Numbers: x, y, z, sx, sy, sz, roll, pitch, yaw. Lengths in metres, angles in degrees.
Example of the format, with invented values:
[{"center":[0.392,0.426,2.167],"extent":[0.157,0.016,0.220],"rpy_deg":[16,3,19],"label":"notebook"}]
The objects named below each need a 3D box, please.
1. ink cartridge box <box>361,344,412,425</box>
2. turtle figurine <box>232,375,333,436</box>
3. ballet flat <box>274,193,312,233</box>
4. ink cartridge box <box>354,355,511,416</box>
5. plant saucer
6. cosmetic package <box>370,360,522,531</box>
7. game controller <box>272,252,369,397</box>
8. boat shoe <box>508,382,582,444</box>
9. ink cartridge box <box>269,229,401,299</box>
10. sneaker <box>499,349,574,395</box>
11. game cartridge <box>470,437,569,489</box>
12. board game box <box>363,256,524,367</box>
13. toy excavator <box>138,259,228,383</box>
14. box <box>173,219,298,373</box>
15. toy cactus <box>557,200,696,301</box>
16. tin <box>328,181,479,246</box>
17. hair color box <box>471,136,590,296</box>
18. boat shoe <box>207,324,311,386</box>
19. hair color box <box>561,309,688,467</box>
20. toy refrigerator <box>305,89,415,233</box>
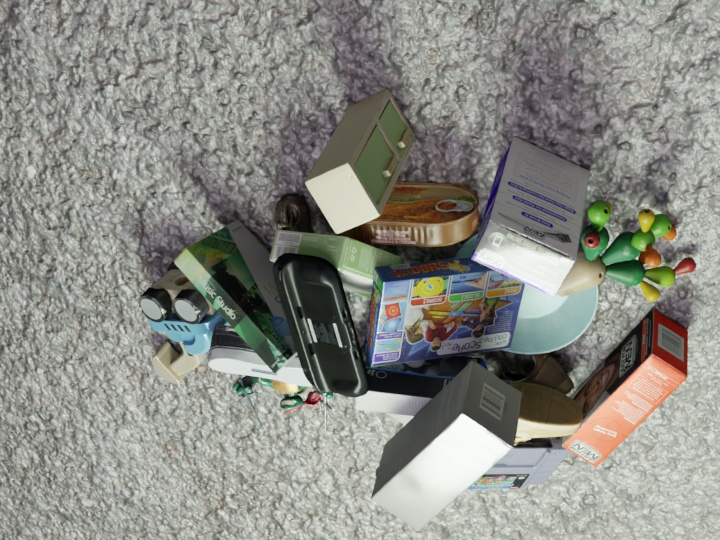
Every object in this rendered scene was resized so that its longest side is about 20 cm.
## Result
[{"center":[0.102,0.153,1.600],"extent":[0.199,0.076,0.148],"rpy_deg":[34,125,-10],"label":"ink cartridge box"},{"center":[-0.113,0.145,1.647],"extent":[0.147,0.101,0.203],"rpy_deg":[-11,103,3],"label":"turtle figurine"},{"center":[-0.076,-0.010,1.565],"extent":[0.066,0.047,0.202],"rpy_deg":[-4,121,20],"label":"ballet flat"},{"center":[0.097,0.151,1.491],"extent":[0.197,0.100,0.040],"rpy_deg":[6,123,9],"label":"ink cartridge box"},{"center":[0.215,0.018,1.497],"extent":[0.198,0.039,0.203],"rpy_deg":[9,125,12],"label":"plant saucer"},{"center":[0.104,0.219,1.409],"extent":[0.090,0.107,0.200],"rpy_deg":[32,127,-9],"label":"cosmetic package"},{"center":[-0.048,0.071,1.426],"extent":[0.103,0.042,0.202],"rpy_deg":[3,121,33],"label":"game controller"},{"center":[0.196,0.197,1.522],"extent":[0.197,0.074,0.070],"rpy_deg":[7,130,9],"label":"boat shoe"},{"center":[0.000,0.000,1.482],"extent":[0.198,0.049,0.144],"rpy_deg":[19,172,-42],"label":"ink cartridge box"},{"center":[0.212,0.180,1.600],"extent":[0.200,0.070,0.076],"rpy_deg":[-40,81,35],"label":"sneaker"},{"center":[0.185,0.272,1.611],"extent":[0.197,0.039,0.130],"rpy_deg":[2,142,-12],"label":"game cartridge"},{"center":[0.108,0.050,1.444],"extent":[0.197,0.035,0.137],"rpy_deg":[-5,127,-18],"label":"board game box"},{"center":[-0.250,0.087,1.651],"extent":[0.192,0.100,0.202],"rpy_deg":[2,127,32],"label":"toy excavator"},{"center":[-0.140,0.031,1.523],"extent":[0.200,0.144,0.036],"rpy_deg":[46,119,4],"label":"box"},{"center":[0.311,-0.010,1.383],"extent":[0.164,0.104,0.199],"rpy_deg":[-31,147,27],"label":"toy cactus"},{"center":[0.053,-0.073,1.442],"extent":[0.197,0.112,0.042],"rpy_deg":[3,125,16],"label":"tin"},{"center":[0.204,-0.068,1.343],"extent":[0.108,0.201,0.065],"rpy_deg":[24,126,0],"label":"hair color box"},{"center":[-0.110,0.113,1.566],"extent":[0.197,0.069,0.072],"rpy_deg":[9,155,-7],"label":"boat shoe"},{"center":[0.350,0.158,1.507],"extent":[0.061,0.102,0.201],"rpy_deg":[30,125,-5],"label":"hair color box"},{"center":[0.006,-0.135,1.362],"extent":[0.069,0.201,0.076],"rpy_deg":[-21,114,27],"label":"toy refrigerator"}]
